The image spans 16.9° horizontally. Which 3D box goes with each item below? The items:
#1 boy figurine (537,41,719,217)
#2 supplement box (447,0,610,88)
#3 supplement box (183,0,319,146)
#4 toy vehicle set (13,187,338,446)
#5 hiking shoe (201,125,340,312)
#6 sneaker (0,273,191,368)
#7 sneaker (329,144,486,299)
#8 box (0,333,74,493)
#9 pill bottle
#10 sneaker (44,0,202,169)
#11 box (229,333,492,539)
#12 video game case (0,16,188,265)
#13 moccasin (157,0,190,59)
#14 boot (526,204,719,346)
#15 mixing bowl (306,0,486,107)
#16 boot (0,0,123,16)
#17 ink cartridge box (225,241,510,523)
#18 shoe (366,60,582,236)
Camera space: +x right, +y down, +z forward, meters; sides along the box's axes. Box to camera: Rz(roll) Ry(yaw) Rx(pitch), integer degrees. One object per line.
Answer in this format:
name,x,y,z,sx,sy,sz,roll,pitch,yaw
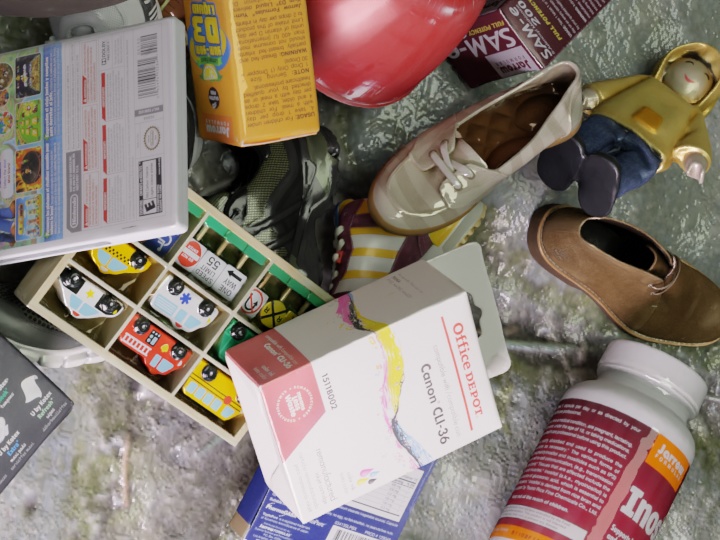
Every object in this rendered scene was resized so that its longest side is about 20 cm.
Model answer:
boy figurine,0.225,-0.112,1.886,0.124,0.064,0.200,37,48,20
supplement box,0.156,-0.228,1.841,0.200,0.109,0.061,-46,106,-23
supplement box,-0.080,-0.187,1.646,0.069,0.067,0.200,-15,104,-29
toy vehicle set,-0.119,0.019,1.624,0.200,0.027,0.124,37,87,-35
hiking shoe,-0.080,-0.014,1.730,0.101,0.076,0.200,13,75,-19
sneaker,-0.175,0.016,1.648,0.200,0.078,0.091,5,115,-38
sneaker,0.000,0.000,1.776,0.090,0.075,0.200,41,72,0
box,-0.302,0.056,1.557,0.200,0.122,0.106,46,71,-22
pill bottle,0.185,0.158,1.851,0.113,0.113,0.200,36,72,-25
sneaker,-0.174,-0.123,1.626,0.115,0.075,0.200,-67,141,-49
box,0.003,0.116,1.731,0.121,0.032,0.200,22,100,-31
video game case,-0.204,-0.078,1.572,0.018,0.200,0.143,31,53,-62
moccasin,-0.121,-0.173,1.703,0.201,0.074,0.078,26,68,-38
boot,0.226,0.008,1.900,0.200,0.075,0.074,27,76,-29
mixing bowl,0.023,-0.227,1.730,0.200,0.108,0.200,18,64,-41
boot,-0.235,-0.202,1.566,0.074,0.200,0.076,28,64,-68
ink cartridge box,0.021,0.073,1.664,0.200,0.067,0.117,-25,119,-16
shoe,0.086,-0.093,1.759,0.200,0.053,0.070,-34,72,-27
